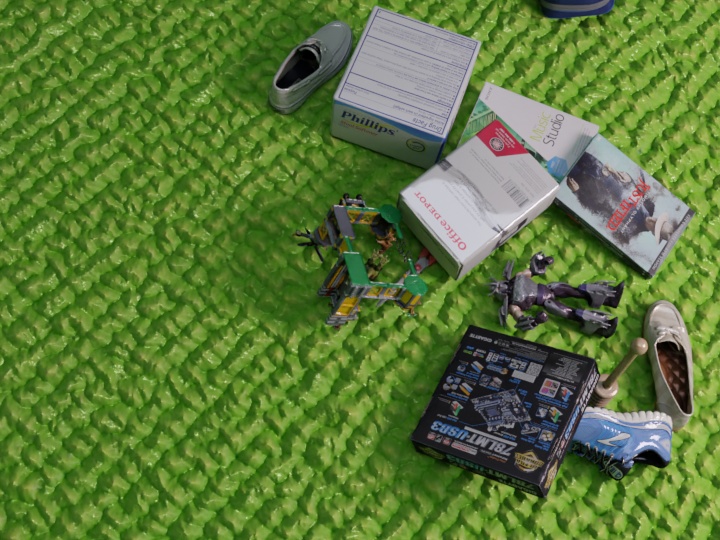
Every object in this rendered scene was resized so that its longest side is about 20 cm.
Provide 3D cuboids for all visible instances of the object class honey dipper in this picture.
[{"bbox_3d":[0.349,0.138,1.484,0.038,0.200,0.038,2,64,-4],"label":"honey dipper"}]

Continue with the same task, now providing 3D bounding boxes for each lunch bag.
[{"bbox_3d":[0.363,-0.532,1.847,0.135,0.132,0.201,1,64,12],"label":"lunch bag"}]

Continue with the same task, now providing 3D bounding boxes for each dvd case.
[{"bbox_3d":[0.405,-0.101,1.683,0.200,0.022,0.146,40,66,0],"label":"dvd case"}]

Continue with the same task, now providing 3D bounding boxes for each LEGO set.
[{"bbox_3d":[0.000,0.000,1.584,0.153,0.116,0.201,-4,56,-33],"label":"LEGO set"}]

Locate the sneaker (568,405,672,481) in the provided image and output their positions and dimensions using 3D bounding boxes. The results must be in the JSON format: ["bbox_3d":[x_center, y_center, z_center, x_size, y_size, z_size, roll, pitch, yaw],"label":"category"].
[{"bbox_3d":[0.338,0.241,1.502,0.199,0.079,0.090,2,62,-5],"label":"sneaker"}]

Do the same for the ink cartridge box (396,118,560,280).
[{"bbox_3d":[0.171,-0.104,1.624,0.200,0.083,0.145,-37,78,-14],"label":"ink cartridge box"}]

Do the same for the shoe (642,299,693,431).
[{"bbox_3d":[0.453,0.131,1.579,0.070,0.053,0.201,2,64,-5],"label":"shoe"}]

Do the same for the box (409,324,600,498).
[{"bbox_3d":[0.198,0.187,1.489,0.199,0.050,0.199,14,62,31],"label":"box"}]

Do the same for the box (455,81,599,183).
[{"bbox_3d":[0.264,-0.203,1.730,0.199,0.036,0.145,22,65,6],"label":"box"}]

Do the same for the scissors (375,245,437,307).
[{"bbox_3d":[0.099,-0.008,1.632,0.073,0.014,0.200,29,64,7],"label":"scissors"}]

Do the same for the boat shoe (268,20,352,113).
[{"bbox_3d":[-0.079,-0.339,1.744,0.072,0.066,0.200,37,67,12],"label":"boat shoe"}]

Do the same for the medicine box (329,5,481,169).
[{"bbox_3d":[0.070,-0.287,1.714,0.181,0.103,0.201,20,65,4],"label":"medicine box"}]

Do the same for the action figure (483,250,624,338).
[{"bbox_3d":[0.280,0.038,1.600,0.199,0.069,0.131,11,69,3],"label":"action figure"}]
